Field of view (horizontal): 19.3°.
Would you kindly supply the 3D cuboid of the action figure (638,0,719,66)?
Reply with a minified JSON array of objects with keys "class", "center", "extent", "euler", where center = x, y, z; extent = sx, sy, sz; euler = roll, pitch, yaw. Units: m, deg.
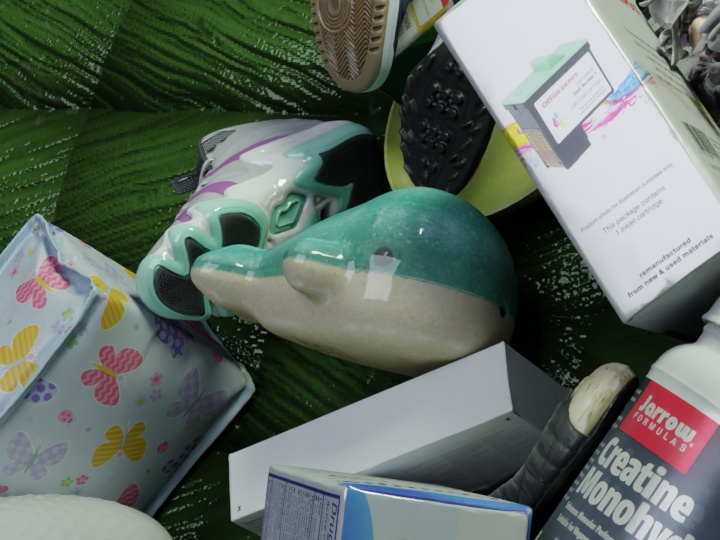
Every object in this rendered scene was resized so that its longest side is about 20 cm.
[{"class":"action figure","center":[0.248,-0.140,1.181],"extent":[0.199,0.070,0.130],"euler":[14,37,23]}]

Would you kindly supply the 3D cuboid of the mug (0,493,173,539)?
[{"class":"mug","center":[-0.202,0.235,1.311],"extent":[0.147,0.174,0.202],"euler":[23,115,50]}]

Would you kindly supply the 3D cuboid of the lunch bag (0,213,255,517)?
[{"class":"lunch bag","center":[-0.201,0.091,1.384],"extent":[0.200,0.169,0.127],"euler":[-52,44,5]}]

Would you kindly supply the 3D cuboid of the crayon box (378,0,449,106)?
[{"class":"crayon box","center":[0.080,-0.209,1.360],"extent":[0.200,0.051,0.127],"euler":[-38,39,22]}]

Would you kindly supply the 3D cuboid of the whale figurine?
[{"class":"whale figurine","center":[0.000,0.000,1.267],"extent":[0.199,0.159,0.105],"euler":[7,77,31]}]

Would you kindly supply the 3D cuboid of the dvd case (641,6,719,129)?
[{"class":"dvd case","center":[0.210,-0.087,1.254],"extent":[0.149,0.016,0.201],"euler":[-43,48,14]}]

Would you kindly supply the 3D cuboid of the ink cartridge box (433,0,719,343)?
[{"class":"ink cartridge box","center":[0.143,-0.069,1.155],"extent":[0.084,0.145,0.201],"euler":[-36,71,16]}]

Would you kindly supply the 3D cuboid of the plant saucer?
[{"class":"plant saucer","center":[0.099,-0.111,1.329],"extent":[0.199,0.031,0.201],"euler":[-29,43,32]}]

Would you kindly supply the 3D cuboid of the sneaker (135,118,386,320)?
[{"class":"sneaker","center":[-0.093,-0.040,1.400],"extent":[0.199,0.078,0.139],"euler":[-32,31,-30]}]

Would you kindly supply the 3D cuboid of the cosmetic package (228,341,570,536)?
[{"class":"cosmetic package","center":[0.024,0.109,1.254],"extent":[0.199,0.082,0.051],"euler":[-24,54,27]}]

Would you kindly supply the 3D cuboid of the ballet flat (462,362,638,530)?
[{"class":"ballet flat","center":[0.089,0.108,1.163],"extent":[0.057,0.066,0.200],"euler":[49,137,13]}]

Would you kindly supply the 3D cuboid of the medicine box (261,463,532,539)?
[{"class":"medicine box","center":[0.006,0.202,1.113],"extent":[0.200,0.102,0.184],"euler":[172,105,-76]}]

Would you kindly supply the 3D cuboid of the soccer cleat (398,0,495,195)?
[{"class":"soccer cleat","center":[0.077,-0.138,1.276],"extent":[0.068,0.073,0.202],"euler":[26,113,35]}]

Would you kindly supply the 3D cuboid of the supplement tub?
[{"class":"supplement tub","center":[0.179,0.128,1.078],"extent":[0.140,0.140,0.201],"euler":[35,91,44]}]

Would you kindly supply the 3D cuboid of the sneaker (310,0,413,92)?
[{"class":"sneaker","center":[0.028,-0.212,1.333],"extent":[0.070,0.108,0.202],"euler":[2,93,46]}]
